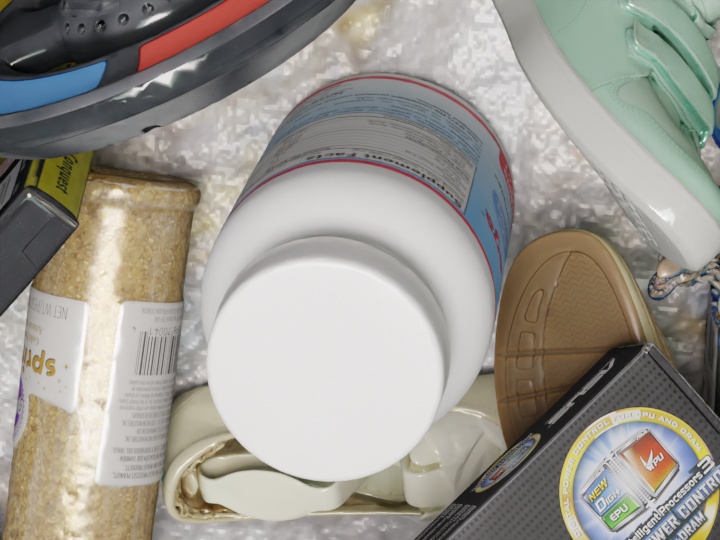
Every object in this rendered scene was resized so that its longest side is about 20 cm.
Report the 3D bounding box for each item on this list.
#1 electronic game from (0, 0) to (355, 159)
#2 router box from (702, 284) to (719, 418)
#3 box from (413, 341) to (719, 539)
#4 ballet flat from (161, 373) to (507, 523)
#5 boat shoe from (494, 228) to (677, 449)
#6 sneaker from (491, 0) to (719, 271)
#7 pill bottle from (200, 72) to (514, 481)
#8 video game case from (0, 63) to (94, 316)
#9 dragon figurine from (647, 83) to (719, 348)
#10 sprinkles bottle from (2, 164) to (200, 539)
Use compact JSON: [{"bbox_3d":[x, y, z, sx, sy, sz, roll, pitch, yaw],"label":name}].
[{"bbox_3d":[-0.075,-0.103,0.773,0.200,0.200,0.042,-19,117,14],"label":"electronic game"},{"bbox_3d":[0.217,0.108,0.885,0.149,0.051,0.200,2,111,5],"label":"router box"},{"bbox_3d":[0.080,0.150,0.753,0.200,0.044,0.160,-42,96,-12],"label":"box"},{"bbox_3d":[0.008,0.084,0.904,0.200,0.069,0.070,-3,110,8],"label":"ballet flat"},{"bbox_3d":[0.107,0.077,0.838,0.071,0.065,0.200,-8,99,33],"label":"boat shoe"},{"bbox_3d":[0.118,-0.093,0.759,0.118,0.200,0.074,-32,131,11],"label":"sneaker"},{"bbox_3d":[0.000,0.000,0.800,0.109,0.200,0.109,3,111,7],"label":"pill bottle"},{"bbox_3d":[-0.170,0.005,0.834,0.025,0.181,0.200,37,111,-18],"label":"video game case"},{"bbox_3d":[0.173,-0.067,0.823,0.059,0.099,0.200,27,74,0],"label":"dragon figurine"},{"bbox_3d":[-0.112,0.058,0.882,0.068,0.068,0.200,8,96,4],"label":"sprinkles bottle"}]
